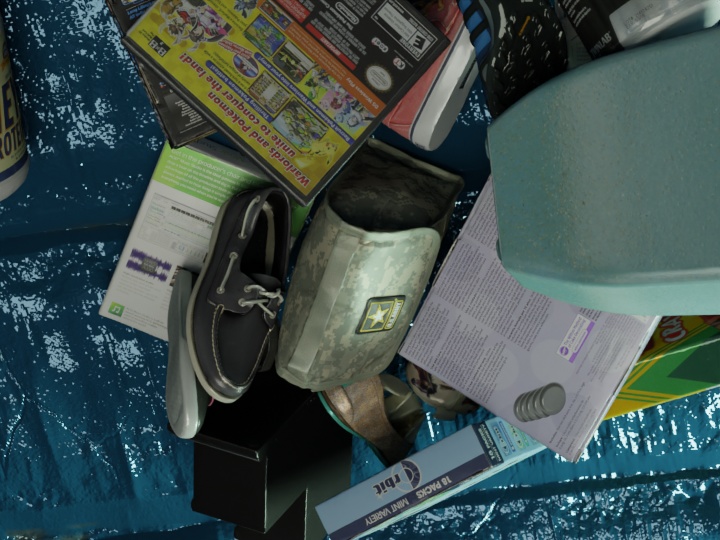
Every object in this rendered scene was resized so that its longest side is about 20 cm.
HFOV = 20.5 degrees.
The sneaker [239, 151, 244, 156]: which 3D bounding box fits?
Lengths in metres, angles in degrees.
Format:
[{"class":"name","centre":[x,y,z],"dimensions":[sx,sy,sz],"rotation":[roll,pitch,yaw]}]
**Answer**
[{"class":"sneaker","centre":[-0.113,-0.181,1.713],"dimensions":[0.084,0.077,0.200],"rotation":[-17,110,18]}]

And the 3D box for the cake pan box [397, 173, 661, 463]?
[{"class":"cake pan box","centre":[0.155,0.033,1.699],"dimensions":[0.184,0.052,0.200],"rotation":[29,107,11]}]

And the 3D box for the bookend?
[{"class":"bookend","centre":[-0.088,0.187,1.825],"dimensions":[0.092,0.199,0.200],"rotation":[14,121,21]}]

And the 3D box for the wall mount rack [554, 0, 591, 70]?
[{"class":"wall mount rack","centre":[0.222,-0.222,1.658],"dimensions":[0.200,0.075,0.174],"rotation":[-3,121,8]}]

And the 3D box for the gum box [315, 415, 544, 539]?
[{"class":"gum box","centre":[0.076,0.178,1.781],"dimensions":[0.170,0.200,0.045],"rotation":[-30,82,24]}]

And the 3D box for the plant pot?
[{"class":"plant pot","centre":[0.207,-0.062,1.562],"dimensions":[0.200,0.196,0.197],"rotation":[-8,80,11]}]

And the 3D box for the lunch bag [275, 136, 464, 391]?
[{"class":"lunch bag","centre":[0.000,0.000,1.718],"dimensions":[0.117,0.200,0.164],"rotation":[25,117,5]}]

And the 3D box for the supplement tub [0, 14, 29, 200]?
[{"class":"supplement tub","centre":[-0.370,-0.160,1.713],"dimensions":[0.145,0.145,0.200],"rotation":[-2,118,8]}]

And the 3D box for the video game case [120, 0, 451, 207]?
[{"class":"video game case","centre":[-0.060,-0.183,1.601],"dimensions":[0.200,0.026,0.181],"rotation":[42,84,-7]}]

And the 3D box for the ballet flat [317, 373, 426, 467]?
[{"class":"ballet flat","centre":[0.023,0.133,1.826],"dimensions":[0.067,0.200,0.068],"rotation":[-36,67,2]}]

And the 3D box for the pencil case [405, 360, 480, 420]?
[{"class":"pencil case","centre":[0.119,0.043,1.795],"dimensions":[0.078,0.089,0.200],"rotation":[26,118,-15]}]

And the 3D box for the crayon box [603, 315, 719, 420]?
[{"class":"crayon box","centre":[0.247,0.073,1.775],"dimensions":[0.200,0.127,0.051],"rotation":[-19,114,15]}]

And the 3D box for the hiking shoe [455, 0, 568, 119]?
[{"class":"hiking shoe","centre":[0.115,-0.208,1.596],"dimensions":[0.074,0.087,0.200],"rotation":[-18,122,-14]}]

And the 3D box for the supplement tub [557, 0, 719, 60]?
[{"class":"supplement tub","centre":[0.195,-0.265,1.572],"dimensions":[0.122,0.123,0.200],"rotation":[-32,80,21]}]

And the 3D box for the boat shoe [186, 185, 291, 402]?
[{"class":"boat shoe","centre":[-0.098,0.015,1.706],"dimensions":[0.073,0.200,0.063],"rotation":[27,145,-32]}]

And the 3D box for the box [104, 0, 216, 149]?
[{"class":"box","centre":[-0.104,-0.228,1.630],"dimensions":[0.200,0.050,0.199],"rotation":[-25,92,-7]}]

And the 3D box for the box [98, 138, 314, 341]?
[{"class":"box","centre":[-0.140,-0.019,1.825],"dimensions":[0.144,0.036,0.200],"rotation":[23,119,-6]}]

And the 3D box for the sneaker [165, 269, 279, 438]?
[{"class":"sneaker","centre":[-0.118,0.076,1.748],"dimensions":[0.099,0.200,0.071],"rotation":[11,126,-12]}]

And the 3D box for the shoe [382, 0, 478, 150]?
[{"class":"shoe","centre":[0.066,-0.208,1.679],"dimensions":[0.091,0.071,0.200],"rotation":[31,102,15]}]
